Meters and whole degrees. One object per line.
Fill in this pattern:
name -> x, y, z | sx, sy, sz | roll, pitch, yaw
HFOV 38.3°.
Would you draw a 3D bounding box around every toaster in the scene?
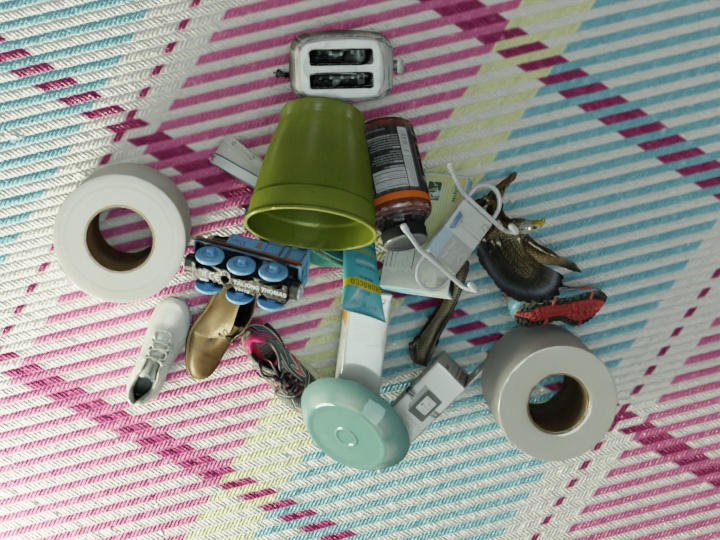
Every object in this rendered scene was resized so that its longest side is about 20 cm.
toaster -> -0.036, -0.318, 1.615 | 0.200, 0.129, 0.114 | -1, 103, -5

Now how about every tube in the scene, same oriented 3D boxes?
tube -> 0.000, 0.000, 1.656 | 0.077, 0.200, 0.050 | 15, 133, -19

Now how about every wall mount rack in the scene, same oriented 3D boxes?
wall mount rack -> 0.144, -0.065, 1.582 | 0.174, 0.075, 0.200 | 39, 81, -22

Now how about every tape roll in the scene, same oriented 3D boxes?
tape roll -> 0.317, 0.203, 1.761 | 0.202, 0.139, 0.203 | -1, 104, -5
tape roll -> -0.371, -0.062, 1.638 | 0.202, 0.139, 0.203 | -1, 103, -6

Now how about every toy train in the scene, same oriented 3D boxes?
toy train -> -0.178, -0.004, 1.653 | 0.200, 0.114, 0.087 | 14, 126, 9

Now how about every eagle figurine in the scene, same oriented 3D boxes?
eagle figurine -> 0.258, -0.044, 1.698 | 0.152, 0.151, 0.200 | -31, 97, -9

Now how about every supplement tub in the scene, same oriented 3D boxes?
supplement tub -> 0.051, -0.134, 1.638 | 0.107, 0.107, 0.200 | -10, 72, -3

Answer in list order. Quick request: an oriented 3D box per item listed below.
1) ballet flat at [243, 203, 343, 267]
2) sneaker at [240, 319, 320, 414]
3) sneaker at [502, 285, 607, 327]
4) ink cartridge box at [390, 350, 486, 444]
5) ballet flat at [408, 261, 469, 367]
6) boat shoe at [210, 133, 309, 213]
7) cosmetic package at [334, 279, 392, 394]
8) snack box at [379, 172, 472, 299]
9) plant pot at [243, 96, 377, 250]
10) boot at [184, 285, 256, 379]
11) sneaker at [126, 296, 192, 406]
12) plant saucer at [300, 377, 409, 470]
ballet flat -> -0.105, -0.047, 1.714 | 0.200, 0.067, 0.070 | 30, 123, -11
sneaker -> -0.133, 0.176, 1.751 | 0.081, 0.075, 0.200 | -41, 104, 4
sneaker -> 0.330, 0.037, 1.761 | 0.200, 0.096, 0.079 | 1, 132, -31
ink cartridge box -> 0.118, 0.206, 1.749 | 0.067, 0.116, 0.200 | 44, 100, 3
ballet flat -> 0.132, 0.070, 1.762 | 0.046, 0.067, 0.200 | 25, 105, 6
boat shoe -> -0.135, -0.162, 1.679 | 0.202, 0.075, 0.086 | 29, 89, -5
cosmetic package -> 0.002, 0.121, 1.738 | 0.071, 0.101, 0.200 | 5, 102, -7
snack box -> 0.106, -0.060, 1.677 | 0.116, 0.037, 0.200 | 7, 77, 19
plant pot -> -0.065, -0.151, 1.571 | 0.200, 0.200, 0.193 | 8, 74, -8
boot -> -0.231, 0.100, 1.715 | 0.074, 0.075, 0.200 | 14, 106, -39
sneaker -> -0.332, 0.139, 1.716 | 0.074, 0.087, 0.200 | 20, 99, -8
plant saucer -> -0.017, 0.263, 1.703 | 0.200, 0.036, 0.200 | 17, 133, 20
